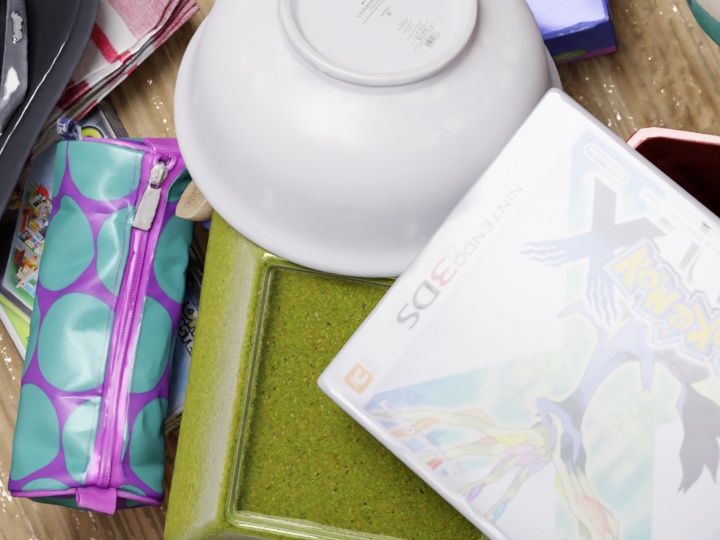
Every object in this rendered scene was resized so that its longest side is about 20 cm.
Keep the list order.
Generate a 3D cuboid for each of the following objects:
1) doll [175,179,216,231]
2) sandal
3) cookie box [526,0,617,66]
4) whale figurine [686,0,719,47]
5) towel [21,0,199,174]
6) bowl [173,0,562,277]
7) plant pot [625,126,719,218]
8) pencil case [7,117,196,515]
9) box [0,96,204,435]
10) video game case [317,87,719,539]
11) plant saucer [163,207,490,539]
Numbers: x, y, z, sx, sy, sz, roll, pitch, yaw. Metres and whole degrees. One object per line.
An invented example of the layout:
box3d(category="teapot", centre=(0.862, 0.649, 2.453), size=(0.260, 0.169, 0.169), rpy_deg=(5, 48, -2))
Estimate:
box3d(category="doll", centre=(0.000, 0.000, 1.440), size=(0.199, 0.048, 0.137), rpy_deg=(31, 68, -19))
box3d(category="sandal", centre=(-0.194, -0.100, 1.461), size=(0.076, 0.043, 0.201), rpy_deg=(3, 68, 41))
box3d(category="cookie box", centre=(0.036, -0.199, 1.483), size=(0.170, 0.075, 0.201), rpy_deg=(-13, 79, 10))
box3d(category="whale figurine", centre=(0.219, -0.188, 1.440), size=(0.158, 0.104, 0.201), rpy_deg=(-13, 56, -3))
box3d(category="towel", centre=(-0.201, -0.125, 1.531), size=(0.200, 0.023, 0.144), rpy_deg=(-43, 58, 1))
box3d(category="bowl", centre=(0.006, -0.104, 1.348), size=(0.200, 0.091, 0.202), rpy_deg=(1, 57, -1))
box3d(category="plant pot", centre=(0.225, 0.055, 1.350), size=(0.199, 0.176, 0.201), rpy_deg=(8, 84, 16))
box3d(category="pencil case", centre=(-0.132, 0.026, 1.448), size=(0.085, 0.092, 0.201), rpy_deg=(9, 85, -20))
box3d(category="box", centre=(-0.150, -0.001, 1.521), size=(0.110, 0.035, 0.201), rpy_deg=(-33, 76, 7))
box3d(category="video game case", centre=(0.108, 0.046, 1.281), size=(0.200, 0.022, 0.183), rpy_deg=(40, 95, 17))
box3d(category="plant saucer", centre=(0.009, 0.068, 1.366), size=(0.198, 0.048, 0.201), rpy_deg=(10, 99, 4))
